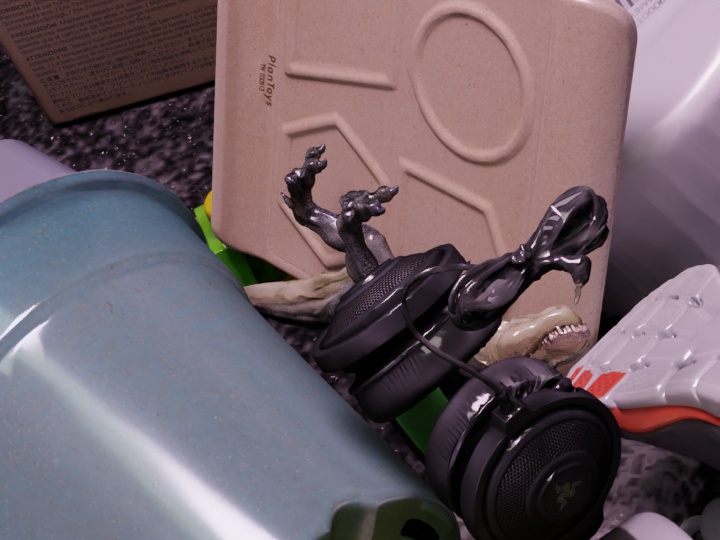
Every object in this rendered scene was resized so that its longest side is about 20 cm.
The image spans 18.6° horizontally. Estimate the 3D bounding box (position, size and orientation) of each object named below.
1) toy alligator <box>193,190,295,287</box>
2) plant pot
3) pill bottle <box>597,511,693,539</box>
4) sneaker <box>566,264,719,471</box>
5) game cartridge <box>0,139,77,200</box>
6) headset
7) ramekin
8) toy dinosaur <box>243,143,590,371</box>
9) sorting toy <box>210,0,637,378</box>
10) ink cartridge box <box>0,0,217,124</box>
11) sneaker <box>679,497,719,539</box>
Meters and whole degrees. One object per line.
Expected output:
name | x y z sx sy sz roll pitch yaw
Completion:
toy alligator | -0.094 0.004 1.034 0.199 0.059 0.054 -28 33 -2
plant pot | -0.078 0.095 0.872 0.200 0.201 0.196 -43 56 -14
pill bottle | 0.056 0.186 0.779 0.200 0.114 0.114 -34 47 -7
sneaker | 0.139 0.053 0.790 0.077 0.082 0.200 -43 13 -10
game cartridge | -0.212 0.020 1.067 0.200 0.041 0.133 -46 31 -13
headset | 0.048 0.035 0.786 0.094 0.200 0.124 -40 72 -11
ramekin | 0.123 -0.090 0.948 0.200 0.098 0.201 -24 49 32
toy dinosaur | 0.000 0.000 0.900 0.199 0.088 0.047 12 39 44
sorting toy | 0.023 -0.057 0.910 0.199 0.186 0.036 26 37 32
ink cartridge box | -0.100 -0.174 1.113 0.199 0.165 0.075 -14 48 11
sneaker | 0.215 0.072 0.832 0.200 0.075 0.115 -42 51 -10
